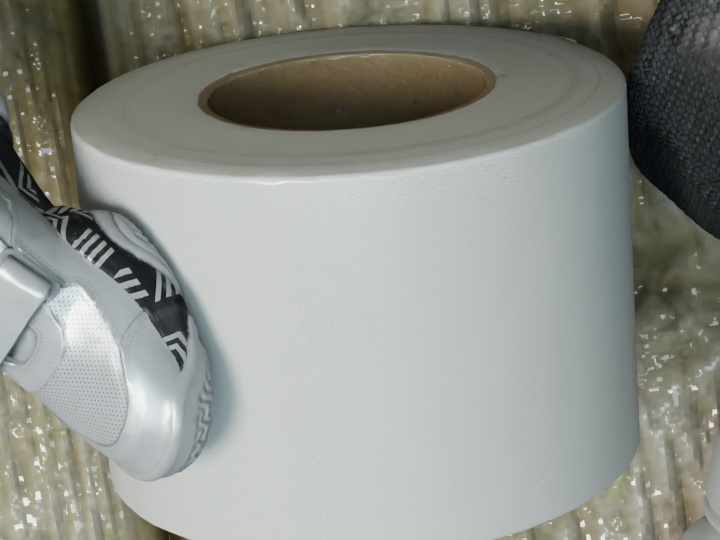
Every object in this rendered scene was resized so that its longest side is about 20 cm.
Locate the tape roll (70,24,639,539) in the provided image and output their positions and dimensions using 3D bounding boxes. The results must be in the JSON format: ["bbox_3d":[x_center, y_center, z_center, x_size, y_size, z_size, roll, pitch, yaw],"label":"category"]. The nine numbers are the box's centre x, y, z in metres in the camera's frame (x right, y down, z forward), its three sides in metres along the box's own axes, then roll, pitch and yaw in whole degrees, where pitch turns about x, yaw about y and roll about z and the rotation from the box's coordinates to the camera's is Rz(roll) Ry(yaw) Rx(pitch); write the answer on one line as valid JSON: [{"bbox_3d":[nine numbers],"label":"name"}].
[{"bbox_3d":[0.000,0.000,0.895,0.202,0.203,0.140,-5,110,1],"label":"tape roll"}]

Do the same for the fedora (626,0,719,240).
[{"bbox_3d":[0.152,-0.076,0.893,0.091,0.201,0.201,23,108,10],"label":"fedora"}]

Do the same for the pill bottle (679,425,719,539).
[{"bbox_3d":[0.175,0.165,0.999,0.113,0.113,0.201,7,109,-3],"label":"pill bottle"}]

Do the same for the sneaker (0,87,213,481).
[{"bbox_3d":[-0.143,0.002,0.804,0.200,0.115,0.075,51,136,13],"label":"sneaker"}]
